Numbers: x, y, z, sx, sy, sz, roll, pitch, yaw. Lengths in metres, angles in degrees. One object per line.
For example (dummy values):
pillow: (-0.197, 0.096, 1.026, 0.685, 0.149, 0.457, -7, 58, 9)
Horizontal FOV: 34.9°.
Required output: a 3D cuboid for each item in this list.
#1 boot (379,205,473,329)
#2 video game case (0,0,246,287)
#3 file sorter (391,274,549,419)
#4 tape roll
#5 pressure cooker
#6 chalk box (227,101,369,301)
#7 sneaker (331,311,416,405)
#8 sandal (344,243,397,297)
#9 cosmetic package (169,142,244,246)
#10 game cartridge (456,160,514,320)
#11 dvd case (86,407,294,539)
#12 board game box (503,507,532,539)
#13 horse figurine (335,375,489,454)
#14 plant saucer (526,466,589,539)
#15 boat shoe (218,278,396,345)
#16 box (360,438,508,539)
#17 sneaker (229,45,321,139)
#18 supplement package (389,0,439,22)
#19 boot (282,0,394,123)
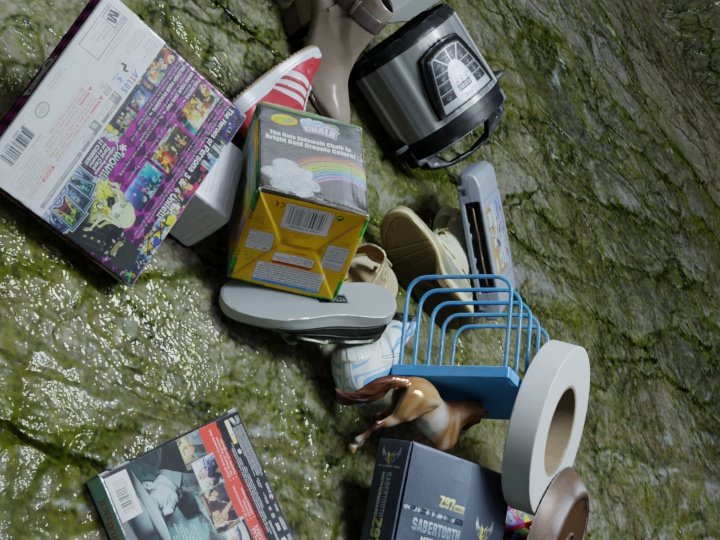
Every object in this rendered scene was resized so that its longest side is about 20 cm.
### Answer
boot: (0.097, -0.040, 1.534, 0.201, 0.071, 0.156, 53, 33, -29)
video game case: (-0.225, -0.118, 1.045, 0.181, 0.036, 0.201, 40, 76, -32)
file sorter: (0.138, 0.095, 1.356, 0.200, 0.137, 0.124, 43, 50, -60)
tape roll: (0.217, 0.183, 1.327, 0.203, 0.037, 0.205, -39, 136, -52)
pressure cooker: (0.105, -0.249, 1.601, 0.201, 0.175, 0.179, 57, 29, -12)
chalk box: (-0.070, -0.089, 1.226, 0.123, 0.125, 0.201, 13, 39, -15)
sneaker: (0.016, 0.096, 1.334, 0.200, 0.071, 0.074, -39, 132, -64)
sandal: (0.004, 0.004, 1.348, 0.078, 0.070, 0.211, 43, 30, 13)
cosmetic package: (-0.213, -0.126, 1.141, 0.200, 0.074, 0.103, 40, 39, -30)
game cartridge: (0.175, -0.045, 1.581, 0.133, 0.041, 0.203, -37, 117, -65)
dvd case: (-0.146, 0.221, 1.034, 0.199, 0.022, 0.147, -20, 85, -60)
board game box: (0.194, 0.351, 1.420, 0.158, 0.039, 0.201, 48, 35, -23)
horse figurine: (0.058, 0.167, 1.267, 0.200, 0.133, 0.050, 42, 3, -41)
plant saucer: (0.231, 0.334, 1.357, 0.200, 0.032, 0.203, -40, 138, -49)
boat shoe: (-0.059, 0.051, 1.223, 0.197, 0.064, 0.071, 6, 41, -22)
box: (0.083, 0.283, 1.247, 0.199, 0.051, 0.160, 28, 68, -45)
sneaker: (-0.082, -0.192, 1.382, 0.113, 0.071, 0.200, 53, 40, -10)
supplement package: (0.051, -0.498, 1.754, 0.121, 0.119, 0.202, -26, 90, -59)
boot: (-0.017, -0.302, 1.486, 0.070, 0.145, 0.202, -24, 88, -60)
